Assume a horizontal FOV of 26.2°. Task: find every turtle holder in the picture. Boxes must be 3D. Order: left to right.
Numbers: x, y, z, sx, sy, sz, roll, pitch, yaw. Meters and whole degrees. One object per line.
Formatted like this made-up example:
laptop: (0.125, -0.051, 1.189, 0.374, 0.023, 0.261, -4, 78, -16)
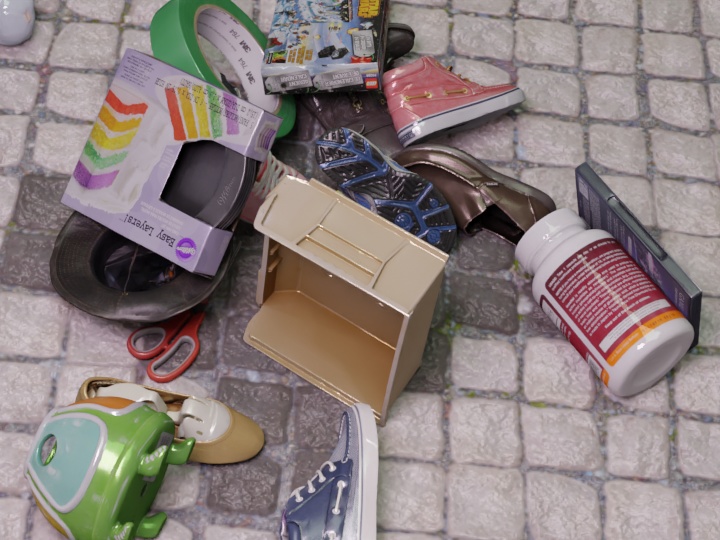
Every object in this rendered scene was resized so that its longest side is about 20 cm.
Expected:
turtle holder: (-0.256, 0.209, 1.505, 0.131, 0.186, 0.141, 23, 23, 9)

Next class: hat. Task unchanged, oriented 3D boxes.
hat: (-0.230, -0.003, 1.676, 0.199, 0.081, 0.202, -3, 55, 5)

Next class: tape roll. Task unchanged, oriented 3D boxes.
tape roll: (-0.156, -0.229, 1.779, 0.200, 0.048, 0.201, 42, 30, -31)

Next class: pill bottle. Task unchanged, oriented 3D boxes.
pill bottle: (0.262, 0.030, 1.695, 0.113, 0.113, 0.200, -26, 62, -23)

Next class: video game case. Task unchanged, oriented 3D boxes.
video game case: (0.307, -0.015, 1.717, 0.019, 0.143, 0.200, -35, 64, -7)

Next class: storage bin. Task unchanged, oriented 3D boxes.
storage bin: (-0.024, 0.028, 1.608, 0.198, 0.200, 0.094, 30, 55, 14)

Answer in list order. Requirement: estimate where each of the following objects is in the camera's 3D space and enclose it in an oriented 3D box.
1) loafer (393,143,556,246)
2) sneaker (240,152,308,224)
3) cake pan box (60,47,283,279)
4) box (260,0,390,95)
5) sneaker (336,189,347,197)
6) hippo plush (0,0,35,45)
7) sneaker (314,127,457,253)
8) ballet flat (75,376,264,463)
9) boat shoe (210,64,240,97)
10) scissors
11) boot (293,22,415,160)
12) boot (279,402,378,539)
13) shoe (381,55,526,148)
loafer: (0.126, -0.084, 1.783, 0.199, 0.073, 0.071, 20, 55, 6)
sneaker: (-0.112, -0.099, 1.704, 0.200, 0.104, 0.076, 20, 77, -36)
cake pan box: (-0.195, -0.112, 1.615, 0.199, 0.052, 0.185, 28, 97, 25)
box: (-0.038, -0.276, 1.833, 0.136, 0.040, 0.201, -2, 37, 7)
sneaker: (0.000, 0.000, 1.722, 0.078, 0.066, 0.200, -34, 64, -13)
hippo plush: (-0.481, -0.337, 1.880, 0.160, 0.159, 0.201, 4, 64, -42)
sneaker: (0.032, -0.094, 1.763, 0.200, 0.077, 0.076, 44, 94, -10)
ballet flat: (-0.196, 0.151, 1.584, 0.199, 0.063, 0.069, 10, 54, 0)
boat shoe: (-0.168, -0.149, 1.801, 0.060, 0.075, 0.201, 32, 49, -41)
scissors: (-0.173, 0.046, 1.696, 0.073, 0.014, 0.200, 34, 56, 20)
boot: (0.022, -0.195, 1.869, 0.199, 0.069, 0.174, -30, 68, -20)
boot: (-0.032, 0.220, 1.547, 0.090, 0.073, 0.201, 6, 54, -9)
shoe: (0.110, -0.214, 1.844, 0.199, 0.071, 0.091, -21, 85, -37)
